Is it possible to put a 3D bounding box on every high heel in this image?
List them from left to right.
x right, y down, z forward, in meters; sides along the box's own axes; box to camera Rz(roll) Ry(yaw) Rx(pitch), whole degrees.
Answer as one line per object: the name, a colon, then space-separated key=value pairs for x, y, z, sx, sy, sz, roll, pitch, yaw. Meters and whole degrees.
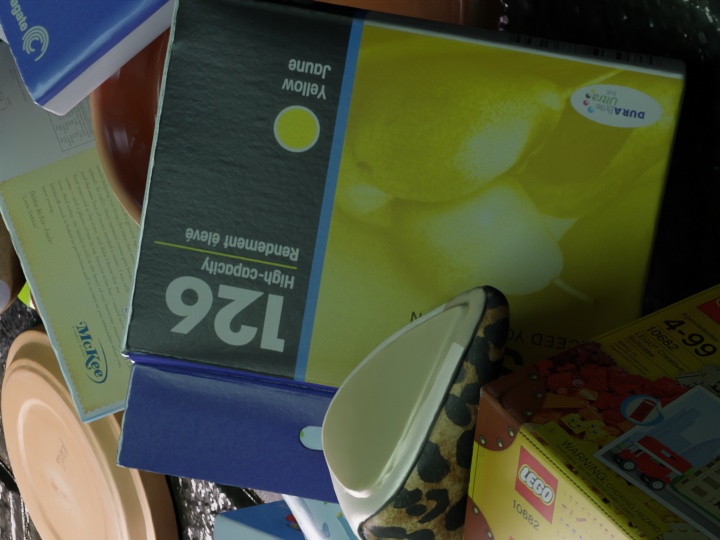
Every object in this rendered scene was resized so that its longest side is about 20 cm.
high heel: x=0.052 y=0.091 z=0.942 sx=0.200 sy=0.142 sz=0.071 roll=-62 pitch=29 yaw=31

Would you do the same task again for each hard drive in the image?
hard drive: x=-0.084 y=-0.177 z=1.056 sx=0.200 sy=0.025 sz=0.132 roll=-37 pitch=59 yaw=20

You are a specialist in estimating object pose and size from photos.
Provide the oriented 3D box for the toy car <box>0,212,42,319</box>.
toy car: x=-0.209 y=0.001 z=1.358 sx=0.158 sy=0.200 sz=0.164 roll=49 pitch=146 yaw=32

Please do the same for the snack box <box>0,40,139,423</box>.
snack box: x=-0.126 y=-0.034 z=1.276 sx=0.037 sy=0.116 sz=0.200 roll=175 pitch=75 yaw=-86

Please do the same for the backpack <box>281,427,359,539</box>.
backpack: x=0.024 y=0.057 z=1.069 sx=0.163 sy=0.154 sz=0.200 roll=-34 pitch=92 yaw=34

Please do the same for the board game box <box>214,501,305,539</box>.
board game box: x=0.009 y=0.232 z=1.186 sx=0.200 sy=0.056 sz=0.196 roll=16 pitch=106 yaw=43

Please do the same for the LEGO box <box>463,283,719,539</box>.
LEGO box: x=0.155 y=0.099 z=0.849 sx=0.200 sy=0.149 sz=0.077 roll=42 pitch=142 yaw=38

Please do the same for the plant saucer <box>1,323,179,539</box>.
plant saucer: x=-0.180 y=0.132 z=1.574 sx=0.200 sy=0.032 sz=0.201 roll=38 pitch=138 yaw=43

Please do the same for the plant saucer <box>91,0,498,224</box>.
plant saucer: x=-0.028 y=-0.095 z=1.036 sx=0.200 sy=0.032 sz=0.201 roll=-13 pitch=67 yaw=32

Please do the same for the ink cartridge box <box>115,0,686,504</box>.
ink cartridge box: x=0.011 y=0.002 z=0.949 sx=0.047 sy=0.197 sz=0.200 roll=-71 pitch=-10 yaw=-80

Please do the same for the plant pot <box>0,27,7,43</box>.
plant pot: x=-0.165 y=-0.214 z=1.207 sx=0.200 sy=0.141 sz=0.141 roll=57 pitch=151 yaw=5
